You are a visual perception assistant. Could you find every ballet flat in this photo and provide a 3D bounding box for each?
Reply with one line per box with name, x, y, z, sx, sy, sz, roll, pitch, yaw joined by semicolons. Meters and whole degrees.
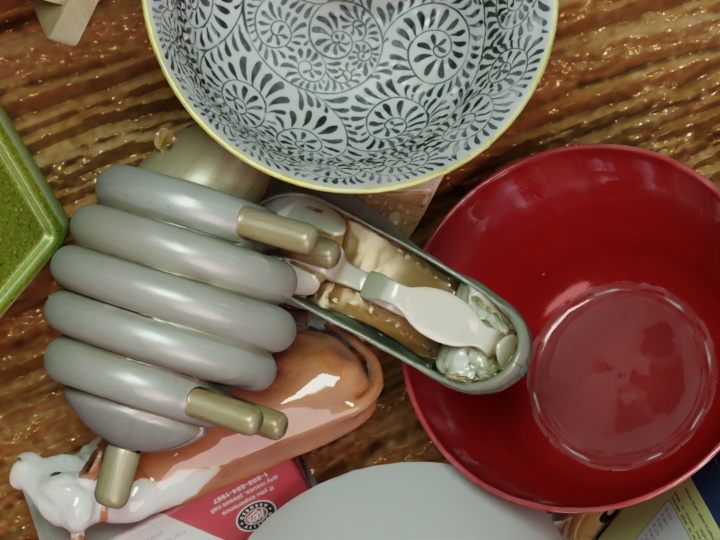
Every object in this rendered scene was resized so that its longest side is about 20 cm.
ballet flat;0.000;0.000;1.409;0.199;0.064;0.068;28;89;0

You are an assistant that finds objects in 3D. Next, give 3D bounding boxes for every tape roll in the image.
tape roll;0.025;0.202;1.487;0.201;0.071;0.203;-5;124;-7

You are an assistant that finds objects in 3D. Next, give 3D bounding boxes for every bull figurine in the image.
bull figurine;-0.086;0.076;1.442;0.199;0.122;0.065;-17;126;-1

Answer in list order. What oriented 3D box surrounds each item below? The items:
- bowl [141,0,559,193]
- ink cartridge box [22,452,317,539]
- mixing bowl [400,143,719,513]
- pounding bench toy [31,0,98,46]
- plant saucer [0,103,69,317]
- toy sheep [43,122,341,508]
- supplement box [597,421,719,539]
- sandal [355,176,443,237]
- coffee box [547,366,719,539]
bowl;-0.012;-0.126;1.329;0.199;0.094;0.202;2;80;-10
ink cartridge box;-0.077;0.174;1.544;0.146;0.083;0.201;-28;128;-1
mixing bowl;0.130;0.044;1.483;0.200;0.201;0.108;-33;156;4
pounding bench toy;-0.157;-0.174;1.193;0.155;0.200;0.125;16;117;-28
plant saucer;-0.224;-0.021;1.305;0.200;0.048;0.200;-52;135;-27
toy sheep;-0.091;0.020;1.354;0.137;0.138;0.201;22;84;-31
supplement box;0.208;0.233;1.519;0.134;0.200;0.200;19;119;-33
sandal;0.039;-0.078;1.418;0.077;0.070;0.213;9;120;-26
coffee box;0.180;0.095;1.586;0.199;0.080;0.113;-33;131;5
